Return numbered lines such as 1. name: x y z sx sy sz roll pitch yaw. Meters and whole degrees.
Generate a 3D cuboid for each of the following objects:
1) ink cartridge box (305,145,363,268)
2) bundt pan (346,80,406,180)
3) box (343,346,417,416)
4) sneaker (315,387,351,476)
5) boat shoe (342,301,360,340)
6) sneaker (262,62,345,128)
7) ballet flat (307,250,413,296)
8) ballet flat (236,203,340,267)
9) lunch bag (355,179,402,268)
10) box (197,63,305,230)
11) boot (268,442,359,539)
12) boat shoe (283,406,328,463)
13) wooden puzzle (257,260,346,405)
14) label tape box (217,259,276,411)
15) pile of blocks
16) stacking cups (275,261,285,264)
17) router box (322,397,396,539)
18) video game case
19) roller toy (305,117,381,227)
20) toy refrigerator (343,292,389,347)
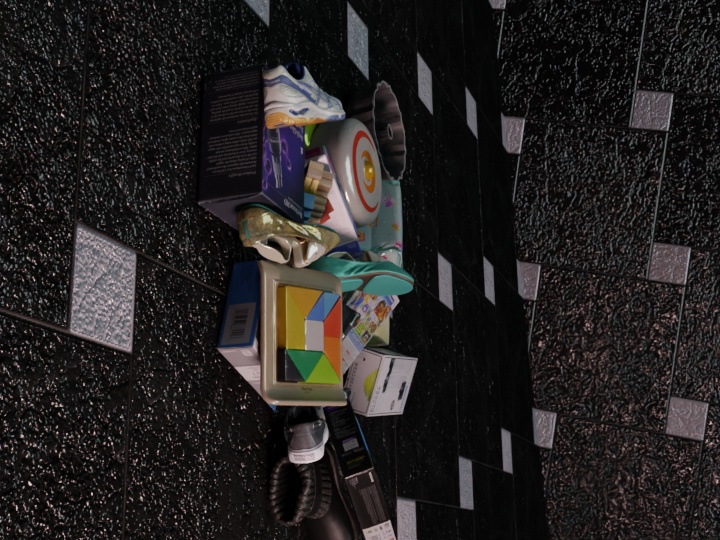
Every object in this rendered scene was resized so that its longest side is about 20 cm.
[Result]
1. ink cartridge box: -0.079 -0.092 1.627 0.042 0.118 0.202 -98 169 -55
2. bundt pan: 0.026 -0.271 2.040 0.202 0.075 0.205 -8 90 -70
3. box: 0.035 0.206 1.887 0.200 0.059 0.118 20 87 -68
4. sneaker: -0.025 0.262 1.729 0.201 0.074 0.117 62 30 -44
5. boat shoe: -0.054 0.124 1.567 0.076 0.060 0.201 -51 -170 54
6. sneaker: -0.077 -0.251 1.449 0.200 0.074 0.090 -24 106 -70
7. ballet flat: 0.000 0.000 1.625 0.198 0.067 0.071 1 61 -35
8. ballet flat: -0.099 -0.039 1.450 0.199 0.070 0.072 18 66 -51
9. lunch bag: 0.020 -0.042 1.877 0.201 0.120 0.172 96 -5 -53
10. box: -0.153 -0.169 1.472 0.148 0.103 0.203 36 50 -65
11. boot: -0.073 0.370 1.554 0.158 0.078 0.214 -9 82 -77
12. boat shoe: -0.086 0.228 1.520 0.200 0.069 0.067 -89 172 -84
13. wooden puzzle: -0.077 0.091 1.461 0.184 0.037 0.203 11 71 -54
14. label tape box: -0.130 0.099 1.509 0.201 0.062 0.146 57 33 -50
15. pile of blocks: -0.079 -0.070 1.566 0.083 0.061 0.202 -94 -158 -55
16. stacking cups: -0.097 0.035 1.620 0.200 0.060 0.061 50 38 -59
17. router box: 0.000 0.323 1.602 0.150 0.050 0.202 -113 -174 -49
18. video game case: -0.016 0.094 1.717 0.201 0.018 0.144 -51 149 -12
19. roller toy: -0.040 -0.160 1.729 0.200 0.138 0.185 15 70 -69
20. toy refrigerator: -0.016 0.080 1.816 0.200 0.075 0.071 47 41 -60
